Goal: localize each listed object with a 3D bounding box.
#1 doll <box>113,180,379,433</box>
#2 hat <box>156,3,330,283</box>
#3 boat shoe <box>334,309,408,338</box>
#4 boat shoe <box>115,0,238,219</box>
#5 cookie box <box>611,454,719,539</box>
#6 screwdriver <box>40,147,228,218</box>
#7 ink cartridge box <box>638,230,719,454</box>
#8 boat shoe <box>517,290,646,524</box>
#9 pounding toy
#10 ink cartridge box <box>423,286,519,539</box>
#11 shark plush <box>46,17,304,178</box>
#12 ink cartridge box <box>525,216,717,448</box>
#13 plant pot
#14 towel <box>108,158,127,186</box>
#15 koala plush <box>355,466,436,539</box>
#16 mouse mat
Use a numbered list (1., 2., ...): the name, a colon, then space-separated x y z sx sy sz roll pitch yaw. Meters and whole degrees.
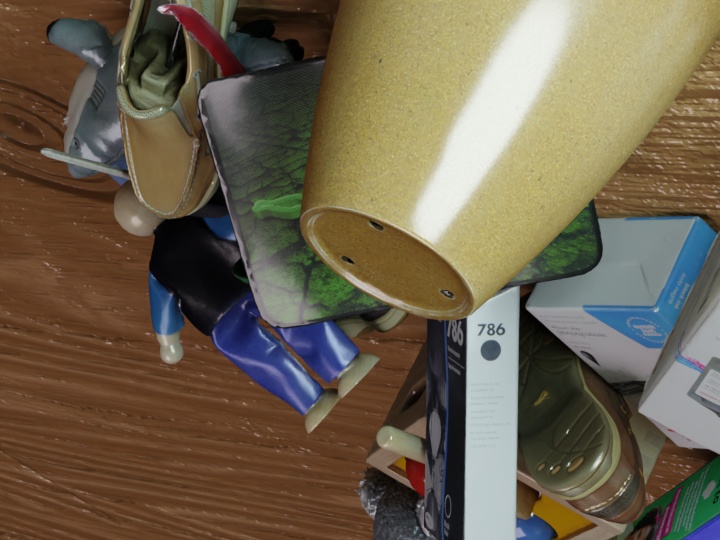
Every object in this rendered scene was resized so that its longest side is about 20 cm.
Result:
1. doll: -0.087 0.017 1.665 0.200 0.048 0.136 45 123 1
2. hat: -0.027 -0.102 1.479 0.177 0.165 0.200 67 168 -11
3. boat shoe: 0.000 0.000 1.678 0.064 0.074 0.200 26 161 -9
4. boat shoe: -0.114 -0.105 1.449 0.071 0.076 0.201 17 129 17
5. cookie box: 0.282 0.198 1.695 0.171 0.075 0.200 33 137 -12
6. screwdriver: -0.132 -0.052 1.539 0.028 0.029 0.200 -25 167 23
7. ink cartridge box: 0.222 0.000 1.284 0.085 0.148 0.200 27 161 4
8. boat shoe: 0.129 0.087 1.594 0.068 0.072 0.201 43 -164 -31
9. pounding toy: 0.094 0.117 1.736 0.183 0.143 0.200 30 160 -6
10. ink cartridge box: 0.068 0.072 1.571 0.039 0.202 0.099 0 -173 -13
11. shark plush: -0.102 -0.109 1.538 0.199 0.084 0.091 -6 163 32
12. ink cartridge box: 0.209 0.051 1.537 0.200 0.068 0.116 40 157 -31
13. plant pot: 0.056 -0.085 1.214 0.185 0.201 0.187 23 157 11
14. towel: -0.086 -0.066 1.667 0.199 0.049 0.112 7 150 47
15. koala plush: 0.079 0.246 2.096 0.201 0.183 0.177 57 164 -14
16. mouse mat: 0.023 -0.050 1.391 0.198 0.008 0.162 -11 119 8
